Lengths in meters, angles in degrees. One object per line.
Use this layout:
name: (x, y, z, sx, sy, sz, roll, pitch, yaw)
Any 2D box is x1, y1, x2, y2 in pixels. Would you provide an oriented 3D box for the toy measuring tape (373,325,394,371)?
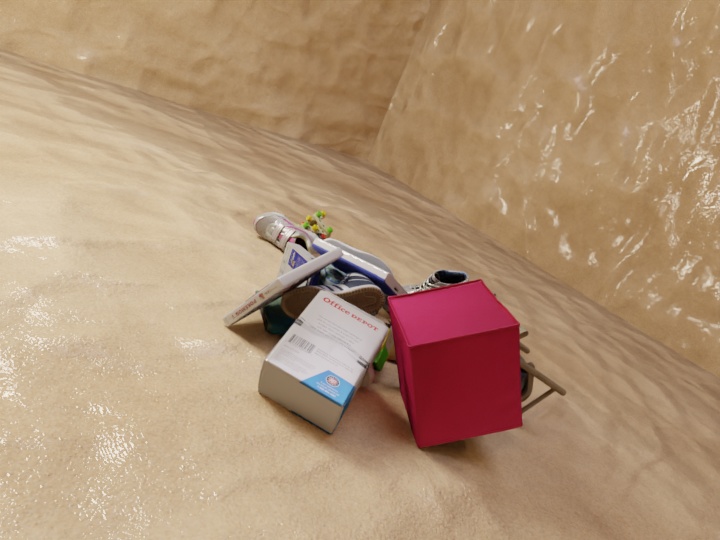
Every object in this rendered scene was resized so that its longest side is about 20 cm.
toy measuring tape: (0.036, 0.139, 1.176, 0.072, 0.074, 0.201, 25, 46, 4)

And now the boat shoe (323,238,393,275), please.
boat shoe: (-0.009, -0.020, 1.378, 0.197, 0.071, 0.066, 24, 9, -3)

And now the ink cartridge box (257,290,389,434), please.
ink cartridge box: (-0.058, 0.147, 0.953, 0.144, 0.087, 0.200, 28, 38, 9)

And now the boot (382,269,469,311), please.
boot: (0.144, 0.038, 1.261, 0.196, 0.097, 0.075, -6, 51, -18)

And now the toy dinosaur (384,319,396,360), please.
toy dinosaur: (0.070, 0.174, 1.237, 0.196, 0.061, 0.107, 20, 42, -4)

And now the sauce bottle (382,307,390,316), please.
sauce bottle: (0.116, 0.140, 1.275, 0.201, 0.065, 0.064, 50, 27, 24)

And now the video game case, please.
video game case: (-0.145, 0.030, 1.087, 0.023, 0.181, 0.199, 58, 36, 1)

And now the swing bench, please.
swing bench: (0.317, 0.186, 1.250, 0.201, 0.129, 0.199, 53, 7, -21)

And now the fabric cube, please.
fabric cube: (0.165, 0.159, 1.023, 0.192, 0.204, 0.201, -11, 22, -3)

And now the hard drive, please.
hard drive: (0.000, 0.000, 1.219, 0.198, 0.026, 0.132, 27, -9, 31)

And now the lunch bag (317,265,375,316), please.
lunch bag: (-0.037, 0.052, 1.330, 0.158, 0.084, 0.200, 25, 10, -16)

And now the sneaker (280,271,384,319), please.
sneaker: (-0.056, 0.050, 1.111, 0.195, 0.072, 0.109, -3, 15, -6)

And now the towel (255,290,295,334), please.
towel: (-0.122, 0.107, 1.199, 0.197, 0.022, 0.147, 18, 20, -29)

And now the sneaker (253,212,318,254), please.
sneaker: (-0.204, -0.097, 1.566, 0.196, 0.083, 0.088, 21, 16, -9)

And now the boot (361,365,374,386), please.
boot: (-0.027, 0.136, 1.109, 0.199, 0.074, 0.090, 41, 38, 23)

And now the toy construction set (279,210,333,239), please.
toy construction set: (-0.164, -0.127, 1.691, 0.197, 0.092, 0.133, -2, 55, -41)

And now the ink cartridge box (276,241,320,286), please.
ink cartridge box: (-0.134, 0.011, 1.276, 0.039, 0.101, 0.200, 14, 12, -27)
